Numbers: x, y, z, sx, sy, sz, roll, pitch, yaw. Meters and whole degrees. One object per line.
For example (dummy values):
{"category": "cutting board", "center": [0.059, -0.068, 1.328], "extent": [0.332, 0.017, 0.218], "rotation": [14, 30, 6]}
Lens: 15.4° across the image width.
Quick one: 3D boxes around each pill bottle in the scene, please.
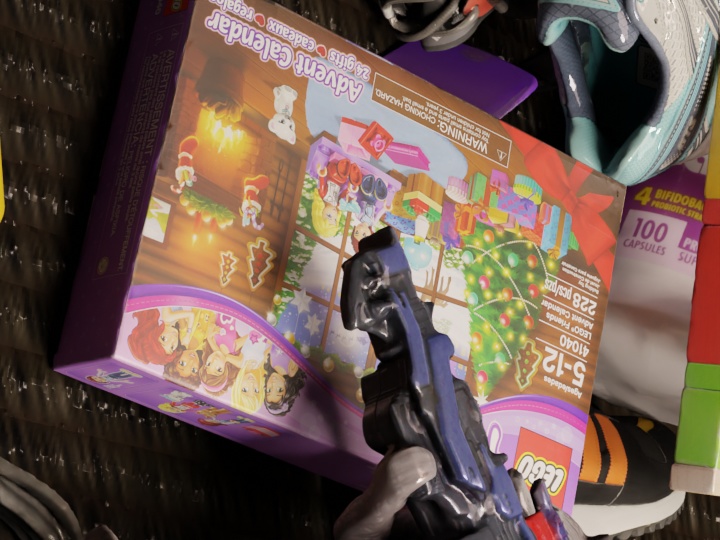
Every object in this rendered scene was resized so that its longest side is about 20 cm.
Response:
{"category": "pill bottle", "center": [0.152, -0.044, 1.106], "extent": [0.112, 0.112, 0.200], "rotation": [49, 55, -43]}

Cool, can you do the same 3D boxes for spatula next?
{"category": "spatula", "center": [0.062, -0.080, 1.055], "extent": [0.200, 0.056, 0.021], "rotation": [-18, 129, -62]}

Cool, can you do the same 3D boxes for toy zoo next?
{"category": "toy zoo", "center": [0.171, -0.010, 1.025], "extent": [0.131, 0.020, 0.201], "rotation": [11, 85, -52]}

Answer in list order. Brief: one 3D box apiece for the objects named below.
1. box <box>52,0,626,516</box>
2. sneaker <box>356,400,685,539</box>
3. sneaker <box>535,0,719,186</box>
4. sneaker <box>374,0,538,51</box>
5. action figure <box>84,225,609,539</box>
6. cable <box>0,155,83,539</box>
{"category": "box", "center": [0.000, 0.000, 0.907], "extent": [0.200, 0.039, 0.137], "rotation": [24, 68, -34]}
{"category": "sneaker", "center": [0.068, 0.059, 1.028], "extent": [0.200, 0.070, 0.090], "rotation": [-9, 99, -54]}
{"category": "sneaker", "center": [0.102, -0.121, 0.973], "extent": [0.086, 0.077, 0.200], "rotation": [-38, 128, -44]}
{"category": "sneaker", "center": [0.028, -0.121, 0.976], "extent": [0.200, 0.077, 0.082], "rotation": [-7, 101, -55]}
{"category": "action figure", "center": [-0.006, 0.096, 0.846], "extent": [0.193, 0.105, 0.200], "rotation": [-10, 79, -36]}
{"category": "cable", "center": [-0.121, 0.035, 0.766], "extent": [0.097, 0.050, 0.200], "rotation": [-42, 123, -50]}
